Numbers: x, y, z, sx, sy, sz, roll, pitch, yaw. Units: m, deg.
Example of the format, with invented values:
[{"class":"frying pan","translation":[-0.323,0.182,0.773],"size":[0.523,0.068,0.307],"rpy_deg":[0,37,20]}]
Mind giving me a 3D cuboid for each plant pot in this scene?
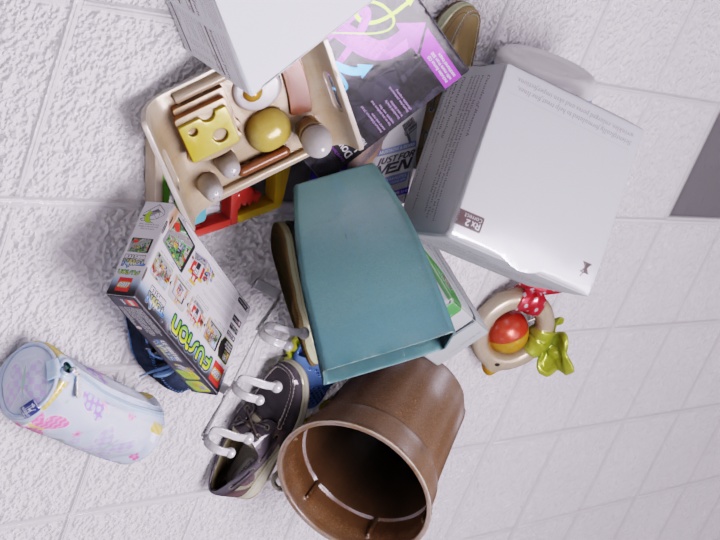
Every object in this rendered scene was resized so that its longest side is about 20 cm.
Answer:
[{"class":"plant pot","translation":[0.000,0.000,1.464],"size":[0.140,0.201,0.141],"rpy_deg":[-16,170,-4]},{"class":"plant pot","translation":[0.028,0.209,1.700],"size":[0.198,0.199,0.201],"rpy_deg":[-52,155,-50]}]

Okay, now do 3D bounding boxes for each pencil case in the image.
[{"class":"pencil case","translation":[-0.290,0.140,1.445],"size":[0.090,0.083,0.200],"rpy_deg":[-33,147,11]}]

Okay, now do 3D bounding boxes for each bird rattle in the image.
[{"class":"bird rattle","translation":[0.233,0.075,1.964],"size":[0.162,0.113,0.201],"rpy_deg":[-24,135,-9]}]

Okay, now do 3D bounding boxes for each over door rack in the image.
[{"class":"over door rack","translation":[-0.117,0.107,1.521],"size":[0.066,0.200,0.148],"rpy_deg":[26,101,-12]}]

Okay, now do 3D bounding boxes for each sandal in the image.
[{"class":"sandal","translation":[-0.029,0.089,1.692],"size":[0.079,0.087,0.201],"rpy_deg":[0,121,-50]}]

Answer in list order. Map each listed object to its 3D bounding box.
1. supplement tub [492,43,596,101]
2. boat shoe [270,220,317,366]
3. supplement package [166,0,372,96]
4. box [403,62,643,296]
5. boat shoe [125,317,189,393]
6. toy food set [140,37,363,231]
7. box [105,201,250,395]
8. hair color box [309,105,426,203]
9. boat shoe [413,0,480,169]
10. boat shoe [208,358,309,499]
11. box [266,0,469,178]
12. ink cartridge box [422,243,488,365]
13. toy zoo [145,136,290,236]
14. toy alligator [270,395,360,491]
[{"class":"supplement tub","translation":[0.196,-0.163,1.691],"size":[0.132,0.132,0.201],"rpy_deg":[-5,122,-46]},{"class":"boat shoe","translation":[-0.056,0.020,1.595],"size":[0.064,0.073,0.201],"rpy_deg":[-20,131,-11]},{"class":"supplement package","translation":[-0.080,-0.296,1.290],"size":[0.200,0.111,0.156],"rpy_deg":[-41,143,-17]},{"class":"box","translation":[0.176,-0.099,1.528],"size":[0.198,0.131,0.201],"rpy_deg":[21,86,-26]},{"class":"boat shoe","translation":[-0.213,0.074,1.488],"size":[0.084,0.069,0.200],"rpy_deg":[-41,142,-16]},{"class":"toy food set","translation":[-0.105,-0.136,1.369],"size":[0.199,0.060,0.144],"rpy_deg":[-27,130,-7]},{"class":"box","translation":[-0.181,0.031,1.409],"size":[0.200,0.035,0.111],"rpy_deg":[60,42,-51]},{"class":"hair color box","translation":[0.012,-0.163,1.544],"size":[0.109,0.065,0.201],"rpy_deg":[-17,130,-37]},{"class":"boat shoe","translation":[0.102,-0.207,1.594],"size":[0.071,0.076,0.201],"rpy_deg":[-3,121,-44]},{"class":"boat shoe","translation":[-0.127,0.199,1.689],"size":[0.065,0.072,0.201],"rpy_deg":[-2,127,-52]},{"class":"box","translation":[-0.004,-0.200,1.431],"size":[0.200,0.036,0.143],"rpy_deg":[-37,128,7]},{"class":"ink cartridge box","translation":[0.066,0.019,1.642],"size":[0.083,0.147,0.200],"rpy_deg":[-33,159,7]},{"class":"toy zoo","translation":[-0.139,-0.106,1.460],"size":[0.199,0.020,0.132],"rpy_deg":[-22,134,-35]},{"class":"toy alligator","translation":[-0.062,0.222,1.781],"size":[0.200,0.059,0.054],"rpy_deg":[-41,-172,-39]}]
